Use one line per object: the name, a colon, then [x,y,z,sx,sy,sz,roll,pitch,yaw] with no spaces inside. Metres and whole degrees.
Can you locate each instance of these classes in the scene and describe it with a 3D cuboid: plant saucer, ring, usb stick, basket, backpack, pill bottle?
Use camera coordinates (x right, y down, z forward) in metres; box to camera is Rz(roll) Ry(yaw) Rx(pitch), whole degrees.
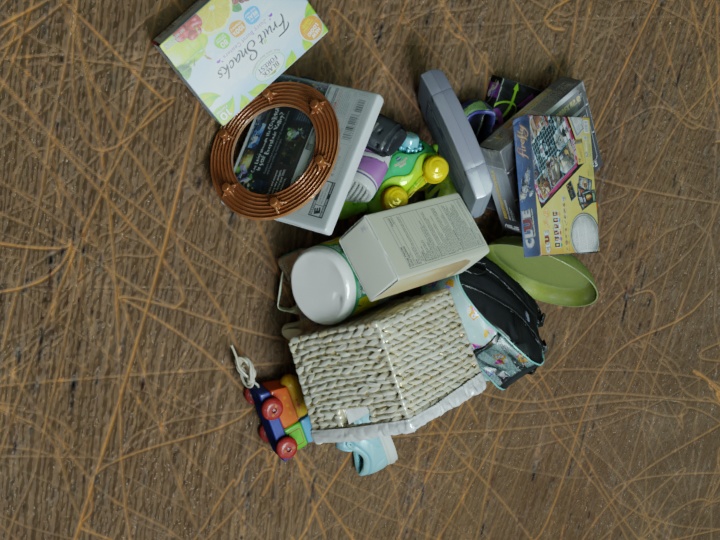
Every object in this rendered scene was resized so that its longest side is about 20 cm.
plant saucer: [0.279,-0.003,1.751,0.199,0.199,0.031,33,70,-29]
ring: [-0.120,-0.165,1.517,0.201,0.200,0.019,-54,149,-1]
usb stick: [-0.023,-0.213,1.545,0.056,0.199,0.033,-48,147,-15]
basket: [0.038,0.135,1.603,0.199,0.197,0.163,-20,95,-48]
backpack: [0.175,0.069,1.726,0.153,0.177,0.200,-30,118,27]
pill bottle: [0.000,0.000,1.627,0.199,0.112,0.114,-21,117,-50]

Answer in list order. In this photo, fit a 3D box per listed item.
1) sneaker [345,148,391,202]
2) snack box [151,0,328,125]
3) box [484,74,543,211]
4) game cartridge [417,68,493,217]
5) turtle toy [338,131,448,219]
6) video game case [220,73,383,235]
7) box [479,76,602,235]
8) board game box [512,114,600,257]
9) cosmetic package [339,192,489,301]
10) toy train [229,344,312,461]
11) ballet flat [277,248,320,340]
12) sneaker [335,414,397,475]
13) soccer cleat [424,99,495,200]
sneaker: [-0.046,-0.161,1.578,0.115,0.199,0.073,-63,152,-27]
snack box: [-0.162,-0.318,1.522,0.200,0.053,0.143,-43,120,-7]
box: [0.242,-0.189,1.758,0.142,0.036,0.202,12,101,-27]
game cartridge: [0.136,-0.183,1.606,0.040,0.133,0.202,-23,80,-1]
turtle toy: [0.031,-0.132,1.631,0.199,0.146,0.102,-36,94,-11]
video game case: [-0.081,-0.162,1.521,0.023,0.180,0.202,36,73,-59]
box: [0.278,-0.174,1.712,0.200,0.048,0.159,-41,128,-24]
board game box: [0.287,-0.123,1.639,0.134,0.034,0.203,-3,88,-39]
cosmetic package: [0.077,-0.035,1.569,0.199,0.071,0.106,-14,72,-43]
toy train: [-0.111,0.174,1.682,0.115,0.084,0.202,-27,115,-20]
ballet flat: [-0.089,0.065,1.677,0.066,0.068,0.202,-9,105,-2]
sneaker: [-0.008,0.242,1.755,0.082,0.074,0.201,-32,115,-16]
soccer cleat: [0.151,-0.160,1.697,0.064,0.084,0.202,13,100,-28]
